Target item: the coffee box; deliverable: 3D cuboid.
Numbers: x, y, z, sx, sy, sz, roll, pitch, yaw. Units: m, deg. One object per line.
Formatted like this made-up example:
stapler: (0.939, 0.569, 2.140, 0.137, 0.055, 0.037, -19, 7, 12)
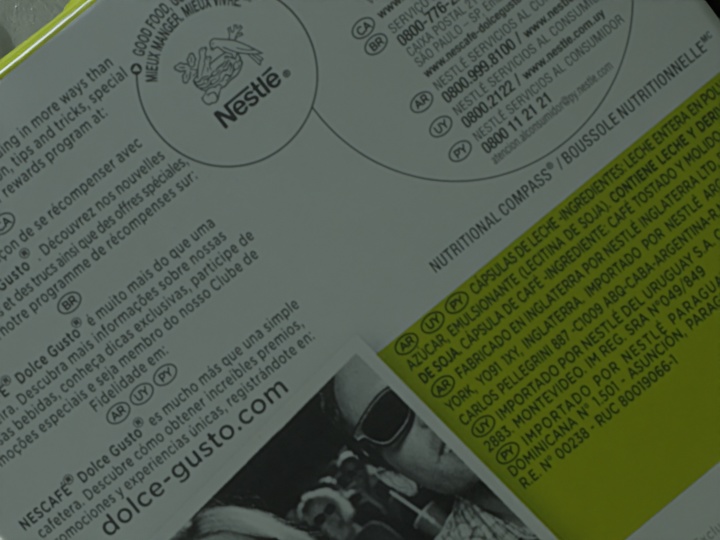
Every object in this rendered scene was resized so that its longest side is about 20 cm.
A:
coffee box: (0.000, 0.000, 0.569, 0.198, 0.200, 0.200, 51, -179, -7)
